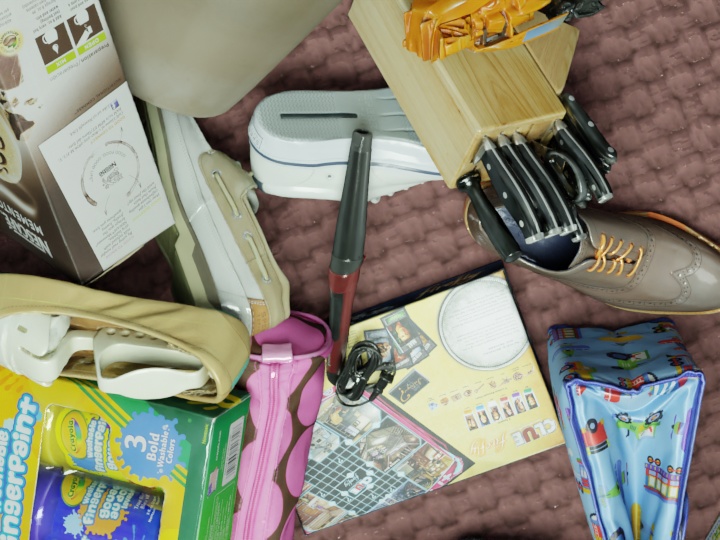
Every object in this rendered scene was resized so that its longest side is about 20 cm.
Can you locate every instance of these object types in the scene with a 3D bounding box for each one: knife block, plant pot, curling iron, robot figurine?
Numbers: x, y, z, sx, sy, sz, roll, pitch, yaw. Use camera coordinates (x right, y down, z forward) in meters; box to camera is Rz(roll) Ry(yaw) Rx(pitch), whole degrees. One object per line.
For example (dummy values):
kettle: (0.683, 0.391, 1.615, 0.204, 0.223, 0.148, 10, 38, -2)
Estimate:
knife block: (0.070, -0.098, 1.100, 0.199, 0.176, 0.064, 24, 142, -3)
plant pot: (-0.096, -0.201, 1.091, 0.200, 0.200, 0.174, 32, 118, -4)
curling iron: (0.000, 0.000, 1.144, 0.049, 0.026, 0.201, 5, 113, 11)
robot figurine: (0.114, -0.206, 1.063, 0.199, 0.058, 0.145, -24, 128, -21)

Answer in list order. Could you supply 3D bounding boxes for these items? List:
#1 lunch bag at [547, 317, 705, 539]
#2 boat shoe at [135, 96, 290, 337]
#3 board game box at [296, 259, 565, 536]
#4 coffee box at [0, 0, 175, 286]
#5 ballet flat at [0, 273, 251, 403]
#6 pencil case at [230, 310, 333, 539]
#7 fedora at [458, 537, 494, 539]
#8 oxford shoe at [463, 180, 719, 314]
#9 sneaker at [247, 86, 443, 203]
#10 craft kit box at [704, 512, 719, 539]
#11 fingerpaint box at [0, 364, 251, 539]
lunch bag: (0.180, 0.148, 1.156, 0.094, 0.151, 0.201, -3, 102, 3)
boat shoe: (-0.102, -0.041, 1.145, 0.068, 0.075, 0.201, -10, 66, -18)
board game box: (0.030, 0.091, 1.210, 0.199, 0.035, 0.136, -20, 100, 6)
coffee box: (-0.200, -0.104, 1.056, 0.080, 0.113, 0.201, -36, 131, -25)
ballet flat: (-0.168, 0.044, 1.050, 0.199, 0.063, 0.069, 5, 132, 4)
pencil case: (-0.070, 0.129, 1.158, 0.090, 0.094, 0.201, 10, 105, 6)
fedora: (0.108, 0.251, 1.200, 0.200, 0.201, 0.092, 37, 65, -5)
oxford shoe: (0.166, -0.008, 1.163, 0.199, 0.073, 0.072, 15, 102, -1)
sneaker: (0.020, -0.083, 1.164, 0.199, 0.073, 0.071, 3, 143, -9)
craft kit box: (0.343, 0.224, 1.221, 0.199, 0.049, 0.198, 26, 104, -3)
fingerpaint box: (-0.172, 0.164, 1.111, 0.166, 0.073, 0.201, 13, 102, 15)
